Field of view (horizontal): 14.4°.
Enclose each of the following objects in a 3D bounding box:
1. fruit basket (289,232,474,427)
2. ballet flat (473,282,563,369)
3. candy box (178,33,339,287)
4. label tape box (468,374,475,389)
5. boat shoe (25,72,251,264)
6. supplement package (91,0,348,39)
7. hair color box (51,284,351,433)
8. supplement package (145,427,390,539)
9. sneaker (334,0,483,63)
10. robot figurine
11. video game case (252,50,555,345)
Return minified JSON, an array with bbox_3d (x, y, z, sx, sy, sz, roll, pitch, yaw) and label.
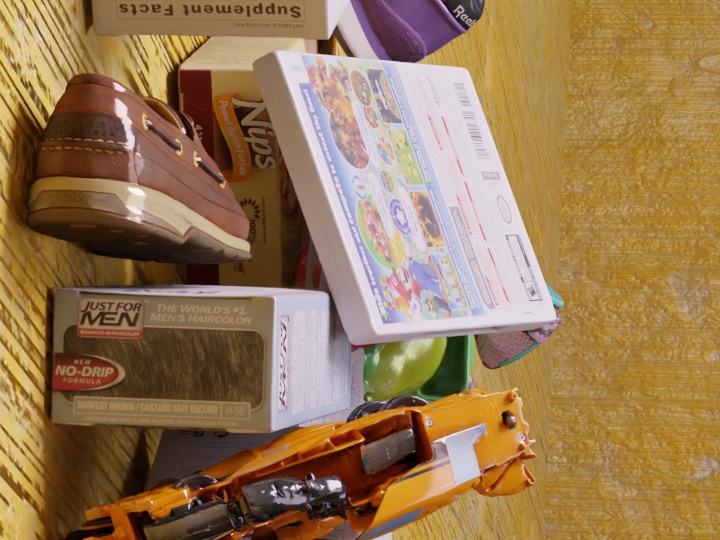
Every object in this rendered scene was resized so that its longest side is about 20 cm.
[{"bbox_3d":[0.000,0.000,1.485,0.200,0.093,0.187,1,92,-66],"label":"fruit basket"},{"bbox_3d":[0.035,-0.027,1.613,0.200,0.071,0.069,54,11,22],"label":"ballet flat"},{"bbox_3d":[-0.051,-0.071,1.516,0.200,0.055,0.116,-62,153,-73],"label":"candy box"},{"bbox_3d":[0.014,0.021,1.732,0.200,0.063,0.145,70,-5,-66],"label":"label tape box"},{"bbox_3d":[-0.089,-0.040,1.231,0.200,0.072,0.068,28,65,-77],"label":"boat shoe"},{"bbox_3d":[-0.061,-0.213,1.254,0.110,0.113,0.201,-68,158,-64],"label":"supplement package"},{"bbox_3d":[-0.067,0.037,1.290,0.200,0.098,0.061,3,89,-81],"label":"hair color box"},{"bbox_3d":[-0.052,0.177,1.319,0.200,0.109,0.114,-76,164,-54],"label":"supplement package"},{"bbox_3d":[0.008,-0.208,1.551,0.201,0.087,0.076,68,17,14],"label":"sneaker"},{"bbox_3d":[-0.029,0.101,1.221,0.145,0.199,0.059,-17,-89,61],"label":"robot figurine"},{"bbox_3d":[0.025,-0.036,1.404,0.200,0.018,0.144,-2,71,-62],"label":"video game case"}]
